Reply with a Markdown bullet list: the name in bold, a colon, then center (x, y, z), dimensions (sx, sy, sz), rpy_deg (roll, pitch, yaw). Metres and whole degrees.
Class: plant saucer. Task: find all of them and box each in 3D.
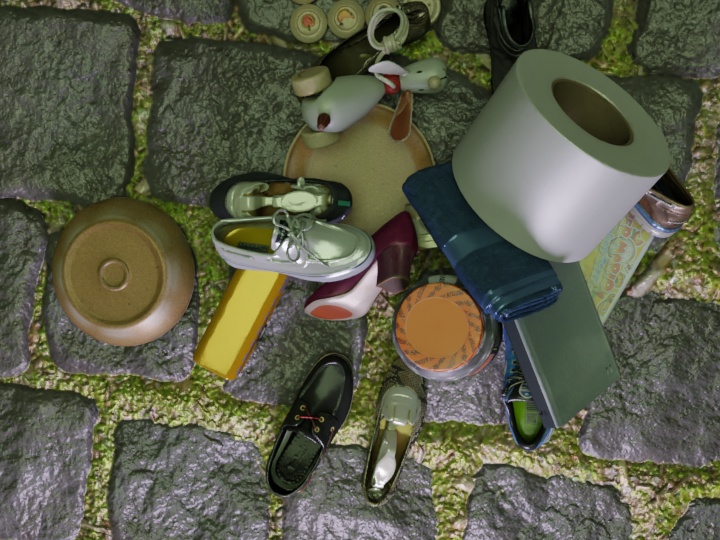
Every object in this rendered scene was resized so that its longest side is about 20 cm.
- **plant saucer**: center (-0.324, 0.004, 1.107), dimensions (0.199, 0.035, 0.202), rpy_deg (0, 95, 5)
- **plant saucer**: center (-0.001, -0.116, 1.076), dimensions (0.199, 0.035, 0.202), rpy_deg (0, 94, 5)

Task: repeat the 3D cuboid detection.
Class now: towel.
- **towel**: center (0.134, -0.034, 0.931), dimensions (0.201, 0.111, 0.049), rpy_deg (58, 141, 23)

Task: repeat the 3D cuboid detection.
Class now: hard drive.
- **hard drive**: center (0.238, 0.070, 1.011), dimensions (0.139, 0.033, 0.201), rpy_deg (-27, 98, -35)

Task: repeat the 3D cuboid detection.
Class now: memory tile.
- **memory tile**: center (-0.001, -0.378, 1.065), dimensions (0.198, 0.017, 0.155), rpy_deg (-6, 94, 5)

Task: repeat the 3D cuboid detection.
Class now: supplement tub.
- **supplement tub**: center (0.106, 0.070, 0.992), dimensions (0.122, 0.200, 0.124), rpy_deg (-1, 84, 12)

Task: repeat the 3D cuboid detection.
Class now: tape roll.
- **tape roll**: center (0.221, -0.129, 0.927), dimensions (0.202, 0.203, 0.139), rpy_deg (36, 130, 1)

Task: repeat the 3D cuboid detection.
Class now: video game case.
- **video game case**: center (0.273, -0.046, 1.065), dimensions (0.181, 0.023, 0.201), rpy_deg (29, 96, 2)

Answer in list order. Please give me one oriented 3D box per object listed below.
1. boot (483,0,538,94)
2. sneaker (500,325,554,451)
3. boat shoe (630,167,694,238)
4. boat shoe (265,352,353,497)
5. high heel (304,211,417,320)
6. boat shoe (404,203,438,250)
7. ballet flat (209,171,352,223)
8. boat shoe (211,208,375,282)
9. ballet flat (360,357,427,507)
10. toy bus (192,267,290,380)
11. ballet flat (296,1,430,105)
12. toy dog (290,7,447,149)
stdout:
- **boot**: center (0.188, -0.258, 0.998), dimensions (0.069, 0.132, 0.201), rpy_deg (-18, 91, 5)
- **sneaker**: center (0.218, 0.133, 1.047), dimensions (0.078, 0.089, 0.202), rpy_deg (-4, 93, 14)
- **boat shoe**: center (0.332, -0.137, 1.008), dimensions (0.072, 0.072, 0.200), rpy_deg (-35, 78, -27)
- **boat shoe**: center (-0.065, 0.207, 1.097), dimensions (0.073, 0.063, 0.202), rpy_deg (25, 95, 4)
- **high heel**: center (0.000, 0.000, 1.056), dimensions (0.199, 0.067, 0.097), rpy_deg (-22, 50, 42)
- **boat shoe**: center (0.154, -0.073, 1.025), dimensions (0.198, 0.072, 0.065), rpy_deg (-10, 96, 6)
- **ballet flat**: center (-0.110, -0.089, 1.038), dimensions (0.198, 0.073, 0.074), rpy_deg (2, 95, 16)
- **boat shoe**: center (-0.085, -0.039, 0.984), dimensions (0.200, 0.086, 0.075), rpy_deg (6, 71, 15)
- **ballet flat**: center (0.044, 0.215, 1.080), dimensions (0.067, 0.075, 0.201), rpy_deg (15, 96, 4)
- **toy bus**: center (-0.143, 0.037, 1.080), dimensions (0.065, 0.078, 0.201), rpy_deg (28, 97, 2)
- **ballet flat**: center (-0.001, -0.274, 1.038), dimensions (0.199, 0.046, 0.068), rpy_deg (-31, 72, 10)
- **toy dog**: center (0.008, -0.208, 0.994), dimensions (0.199, 0.097, 0.132), rpy_deg (-34, 120, 10)
